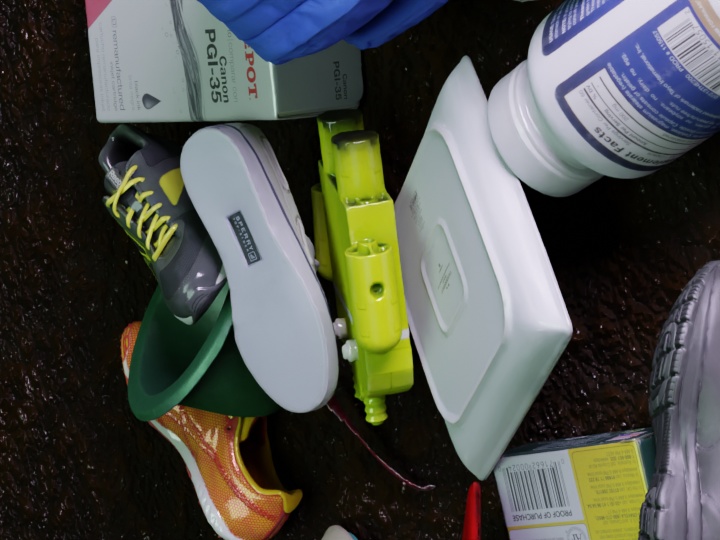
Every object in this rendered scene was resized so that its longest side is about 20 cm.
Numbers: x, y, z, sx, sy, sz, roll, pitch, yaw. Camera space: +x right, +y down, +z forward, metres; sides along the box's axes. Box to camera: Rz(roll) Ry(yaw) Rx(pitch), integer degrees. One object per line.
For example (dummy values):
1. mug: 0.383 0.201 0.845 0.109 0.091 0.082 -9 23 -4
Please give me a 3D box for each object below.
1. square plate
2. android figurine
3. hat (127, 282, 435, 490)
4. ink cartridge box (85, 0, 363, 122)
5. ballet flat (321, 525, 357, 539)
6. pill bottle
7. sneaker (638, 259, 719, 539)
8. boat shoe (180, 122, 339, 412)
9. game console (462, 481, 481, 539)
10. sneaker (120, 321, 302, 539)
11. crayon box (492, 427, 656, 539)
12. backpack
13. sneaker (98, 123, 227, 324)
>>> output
1. square plate: 0.062 0.004 1.303 0.200 0.028 0.199 113 143 -56
2. android figurine: 0.000 0.000 1.380 0.182 0.041 0.201 -119 22 -69
3. hat: -0.055 0.073 1.522 0.166 0.176 0.201 -40 32 43
4. ink cartridge box: -0.100 -0.179 1.463 0.199 0.083 0.147 3 100 46
5. ballet flat: -0.008 0.258 1.443 0.070 0.069 0.200 -62 39 34
6. pill bottle: 0.165 -0.120 1.183 0.200 0.111 0.111 -34 74 44
7. sneaker: 0.212 0.095 1.218 0.076 0.090 0.201 111 165 -84
8. boat shoe: -0.056 -0.005 1.408 0.071 0.070 0.201 -24 89 32
9. game console: 0.107 0.266 1.327 0.172 0.119 0.201 25 134 24
10. sneaker: -0.109 0.111 1.565 0.077 0.073 0.200 -44 70 18
11. crayon box: 0.160 0.202 1.305 0.127 0.051 0.201 -12 90 47
12. backpack: -0.008 -0.219 1.263 0.168 0.200 0.162 41 138 -12
13. sneaker: -0.144 -0.034 1.482 0.075 0.084 0.200 -53 29 18
